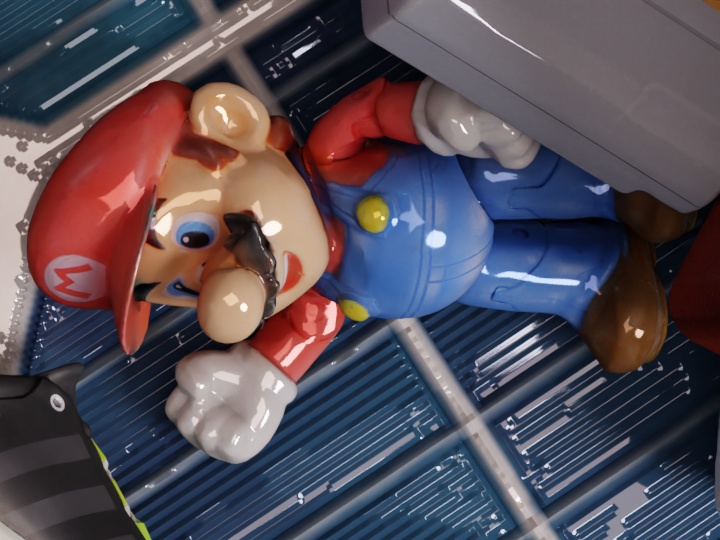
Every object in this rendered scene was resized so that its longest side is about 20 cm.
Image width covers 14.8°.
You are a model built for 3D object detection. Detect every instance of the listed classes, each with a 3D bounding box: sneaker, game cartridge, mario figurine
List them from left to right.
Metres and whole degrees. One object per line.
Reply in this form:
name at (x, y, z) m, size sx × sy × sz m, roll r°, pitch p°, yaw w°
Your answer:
sneaker at (-0.094, 0.068, 0.839) m, size 0.200 × 0.072 × 0.083 m, roll 37°, pitch 68°, yaw -18°
mario figurine at (0.000, 0.000, 0.837) m, size 0.200 × 0.106 × 0.123 m, roll 1°, pitch 92°, yaw -10°
game cartridge at (0.069, -0.129, 0.820) m, size 0.133 × 0.042 × 0.200 m, roll 32°, pitch 56°, yaw -26°

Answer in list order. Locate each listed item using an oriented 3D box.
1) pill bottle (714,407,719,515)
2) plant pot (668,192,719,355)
pill bottle at (0.171, -0.016, 0.856) m, size 0.112 × 0.112 × 0.200 m, roll 4°, pitch 92°, yaw -8°
plant pot at (0.214, -0.026, 0.711) m, size 0.200 × 0.176 × 0.200 m, roll 27°, pitch 93°, yaw 2°
